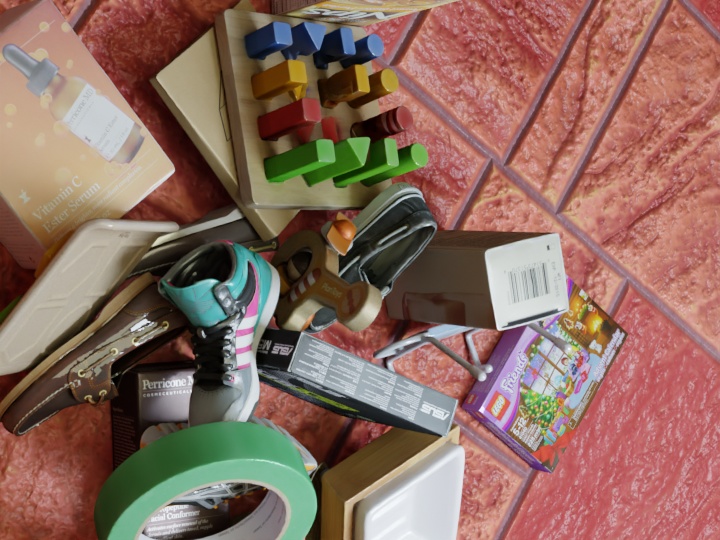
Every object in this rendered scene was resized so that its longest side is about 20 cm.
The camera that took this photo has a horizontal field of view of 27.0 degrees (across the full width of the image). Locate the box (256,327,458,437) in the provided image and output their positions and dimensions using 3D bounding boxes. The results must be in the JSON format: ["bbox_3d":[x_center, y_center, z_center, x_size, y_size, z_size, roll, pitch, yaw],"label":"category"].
[{"bbox_3d":[-0.035,0.108,1.503,0.200,0.193,0.048,26,80,-31],"label":"box"}]

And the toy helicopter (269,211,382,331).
[{"bbox_3d":[-0.031,0.007,1.452,0.079,0.200,0.132,37,84,-31],"label":"toy helicopter"}]

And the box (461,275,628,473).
[{"bbox_3d":[0.219,0.117,1.756,0.137,0.039,0.200,40,71,-26],"label":"box"}]

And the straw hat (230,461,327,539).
[{"bbox_3d":[-0.096,0.284,1.525,0.085,0.201,0.202,9,85,9],"label":"straw hat"}]

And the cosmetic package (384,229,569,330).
[{"bbox_3d":[0.117,0.008,1.593,0.103,0.200,0.088,-14,100,-30],"label":"cosmetic package"}]

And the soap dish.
[{"bbox_3d":[0.029,0.256,1.568,0.157,0.081,0.200,-30,142,-31],"label":"soap dish"}]

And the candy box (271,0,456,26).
[{"bbox_3d":[0.006,-0.289,1.512,0.115,0.200,0.055,0,89,-32],"label":"candy box"}]

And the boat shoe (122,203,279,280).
[{"bbox_3d":[-0.166,-0.019,1.489,0.200,0.072,0.060,-23,101,-36],"label":"boat shoe"}]

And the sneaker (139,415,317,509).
[{"bbox_3d":[-0.132,0.190,1.439,0.200,0.078,0.077,5,115,-36],"label":"sneaker"}]

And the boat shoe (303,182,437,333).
[{"bbox_3d":[0.000,0.000,1.540,0.072,0.071,0.200,17,121,-43],"label":"boat shoe"}]

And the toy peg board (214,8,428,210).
[{"bbox_3d":[-0.028,-0.169,1.509,0.200,0.098,0.200,-1,79,-45],"label":"toy peg board"}]

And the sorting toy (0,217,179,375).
[{"bbox_3d":[-0.265,0.020,1.340,0.036,0.185,0.200,46,100,8],"label":"sorting toy"}]

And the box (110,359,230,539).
[{"bbox_3d":[-0.187,0.192,1.481,0.100,0.075,0.201,-4,92,-32],"label":"box"}]

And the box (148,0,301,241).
[{"bbox_3d":[-0.107,-0.153,1.514,0.200,0.021,0.164,56,45,-17],"label":"box"}]

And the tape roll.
[{"bbox_3d":[-0.141,0.222,1.371,0.200,0.048,0.201,-14,138,-14],"label":"tape roll"}]

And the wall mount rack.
[{"bbox_3d":[0.122,0.085,1.613,0.200,0.174,0.075,-16,83,-31],"label":"wall mount rack"}]

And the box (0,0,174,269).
[{"bbox_3d":[-0.300,-0.123,1.378,0.152,0.106,0.200,-46,114,-23],"label":"box"}]

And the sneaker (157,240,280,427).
[{"bbox_3d":[-0.138,0.055,1.373,0.121,0.083,0.200,46,47,-49],"label":"sneaker"}]

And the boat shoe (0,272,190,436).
[{"bbox_3d":[-0.248,0.089,1.400,0.200,0.070,0.070,-42,85,-10],"label":"boat shoe"}]
